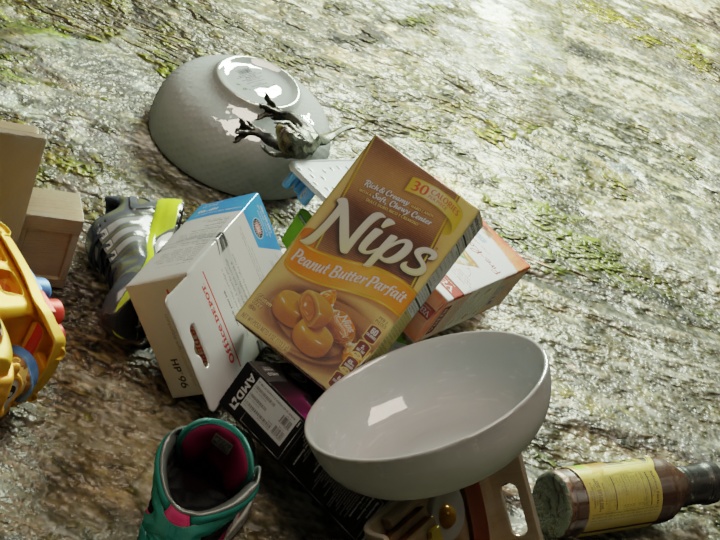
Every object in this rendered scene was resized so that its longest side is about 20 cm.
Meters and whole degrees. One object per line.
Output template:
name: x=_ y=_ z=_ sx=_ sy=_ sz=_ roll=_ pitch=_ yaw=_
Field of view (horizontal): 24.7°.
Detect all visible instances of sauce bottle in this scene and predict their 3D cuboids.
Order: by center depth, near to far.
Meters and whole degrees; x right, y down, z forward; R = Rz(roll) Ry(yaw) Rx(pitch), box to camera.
sauce bottle: x=0.248 y=0.204 z=1.503 sx=0.199 sy=0.065 sz=0.065 roll=-1 pitch=42 yaw=-34

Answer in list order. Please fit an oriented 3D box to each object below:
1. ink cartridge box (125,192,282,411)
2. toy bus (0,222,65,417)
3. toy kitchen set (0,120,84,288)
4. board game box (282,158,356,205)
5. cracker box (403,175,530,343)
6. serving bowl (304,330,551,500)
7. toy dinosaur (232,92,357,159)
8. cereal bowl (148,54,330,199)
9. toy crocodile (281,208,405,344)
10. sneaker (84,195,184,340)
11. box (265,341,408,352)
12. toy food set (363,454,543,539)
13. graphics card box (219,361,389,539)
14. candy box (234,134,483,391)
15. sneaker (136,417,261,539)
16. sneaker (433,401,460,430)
ink cartridge box: x=-0.135 y=0.030 z=1.444 sx=0.067 sy=0.117 sz=0.200 roll=-10 pitch=23 yaw=26
toy bus: x=-0.307 y=0.053 z=1.328 sx=0.191 sy=0.136 sz=0.200 roll=10 pitch=36 yaw=-47
toy kitchen set: x=-0.350 y=-0.110 z=1.465 sx=0.199 sy=0.164 sz=0.181 roll=8 pitch=38 yaw=-23
board game box: x=0.032 y=-0.036 z=1.647 sx=0.200 sy=0.026 sz=0.200 roll=44 pitch=19 yaw=15
cracker box: x=0.061 y=-0.015 z=1.527 sx=0.134 sy=0.058 sz=0.200 roll=44 pitch=26 yaw=13
serving bowl: x=0.059 y=0.122 z=1.283 sx=0.199 sy=0.066 sz=0.200 roll=-16 pitch=21 yaw=6
toy dinosaur: x=-0.072 y=-0.140 z=1.651 sx=0.088 sy=0.048 sz=0.200 roll=21 pitch=15 yaw=11
cereal bowl: x=-0.120 y=-0.167 z=1.751 sx=0.199 sy=0.084 sz=0.201 roll=16 pitch=37 yaw=-12
toy crocodile: x=-0.012 y=0.021 z=1.583 sx=0.061 sy=0.068 sz=0.200 roll=-5 pitch=46 yaw=-44
sneaker: x=-0.216 y=-0.006 z=1.504 sx=0.080 sy=0.074 sz=0.200 roll=12 pitch=30 yaw=-2
box: x=0.009 y=0.079 z=1.488 sx=0.199 sy=0.042 sz=0.039 roll=19 pitch=-10 yaw=-27
toy food set: x=0.083 y=0.230 z=1.295 sx=0.060 sy=0.145 sz=0.200 roll=-5 pitch=16 yaw=36
graphics card box: x=-0.013 y=0.157 z=1.383 sx=0.200 sy=0.051 sz=0.125 roll=42 pitch=16 yaw=26
candy box: x=0.000 y=0.000 z=1.402 sx=0.115 sy=0.200 sz=0.055 roll=36 pitch=-5 yaw=13
sneaker: x=-0.117 y=0.156 z=1.293 sx=0.083 sy=0.121 sz=0.200 roll=25 pitch=34 yaw=0
sneaker: x=0.098 y=0.153 z=1.429 sx=0.084 sy=0.080 sz=0.200 roll=57 pitch=21 yaw=13
